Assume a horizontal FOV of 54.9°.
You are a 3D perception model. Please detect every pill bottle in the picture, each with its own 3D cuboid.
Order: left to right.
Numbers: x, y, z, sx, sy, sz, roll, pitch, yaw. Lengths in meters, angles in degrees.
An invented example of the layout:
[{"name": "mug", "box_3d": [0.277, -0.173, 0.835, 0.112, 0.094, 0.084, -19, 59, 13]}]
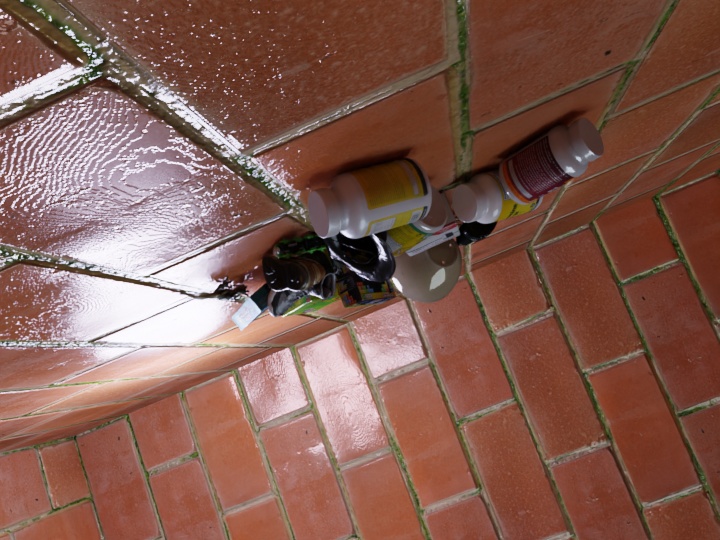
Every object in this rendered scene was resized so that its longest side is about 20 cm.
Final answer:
[{"name": "pill bottle", "box_3d": [0.015, -0.119, 1.185, 0.198, 0.113, 0.112, -17, 170, -26]}, {"name": "pill bottle", "box_3d": [0.080, -0.096, 1.464, 0.112, 0.114, 0.199, -13, 167, -41]}, {"name": "pill bottle", "box_3d": [0.308, -0.170, 1.565, 0.198, 0.114, 0.112, -16, 169, -30]}, {"name": "pill bottle", "box_3d": [0.394, -0.226, 1.434, 0.112, 0.114, 0.199, -12, 167, -44]}]

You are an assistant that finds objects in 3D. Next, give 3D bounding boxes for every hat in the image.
[{"name": "hat", "box_3d": [0.006, -0.072, 1.399, 0.081, 0.200, 0.200, -54, -173, -27]}]

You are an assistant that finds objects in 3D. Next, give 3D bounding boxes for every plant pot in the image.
[{"name": "plant pot", "box_3d": [0.189, -0.031, 1.829, 0.198, 0.202, 0.135, -17, 167, -23]}]

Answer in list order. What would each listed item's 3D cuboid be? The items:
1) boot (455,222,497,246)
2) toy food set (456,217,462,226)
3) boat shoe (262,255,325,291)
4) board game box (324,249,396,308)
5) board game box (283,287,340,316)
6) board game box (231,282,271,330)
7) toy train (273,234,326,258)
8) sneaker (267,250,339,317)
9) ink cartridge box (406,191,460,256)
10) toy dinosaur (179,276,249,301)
[{"name": "boot", "box_3d": [0.297, -0.113, 1.814, 0.198, 0.073, 0.163, -47, 179, -34]}, {"name": "toy food set", "box_3d": [0.261, -0.098, 2.032, 0.199, 0.061, 0.143, -29, 169, 34]}, {"name": "boat shoe", "box_3d": [-0.143, 0.005, 1.477, 0.073, 0.077, 0.199, -13, -165, -32]}, {"name": "board game box", "box_3d": [0.000, 0.000, 1.661, 0.056, 0.167, 0.199, -23, 171, 24]}, {"name": "board game box", "box_3d": [-0.121, 0.067, 1.730, 0.100, 0.048, 0.200, -9, 170, -29]}, {"name": "board game box", "box_3d": [-0.231, 0.064, 1.718, 0.151, 0.047, 0.200, -41, -178, -29]}, {"name": "toy train", "box_3d": [-0.103, -0.058, 1.498, 0.198, 0.042, 0.056, -13, 180, -37]}, {"name": "sneaker", "box_3d": [-0.128, 0.045, 1.575, 0.201, 0.114, 0.075, -55, 151, 13]}, {"name": "ink cartridge box", "box_3d": [0.157, -0.107, 1.664, 0.143, 0.085, 0.200, -23, 172, 8]}, {"name": "toy dinosaur", "box_3d": [-0.316, 0.049, 1.612, 0.087, 0.048, 0.199, -19, 170, 29]}]
